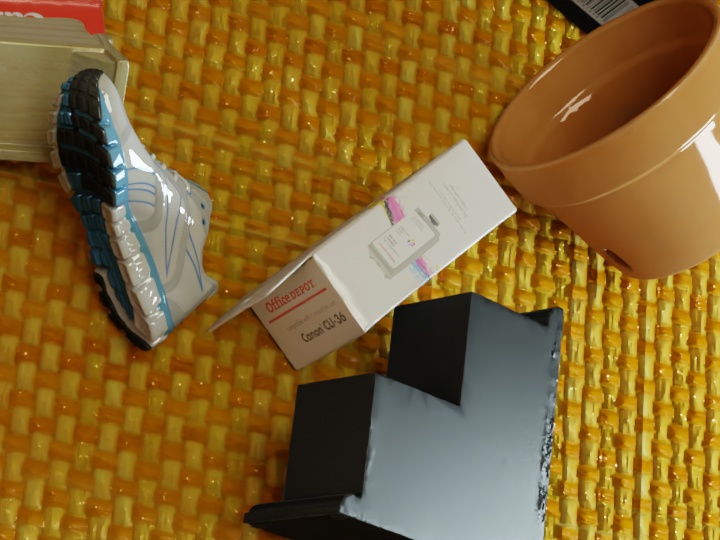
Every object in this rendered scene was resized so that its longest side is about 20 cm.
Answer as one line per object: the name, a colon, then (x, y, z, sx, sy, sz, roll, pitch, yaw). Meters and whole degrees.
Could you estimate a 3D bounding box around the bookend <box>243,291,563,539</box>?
bookend: (0.034, 0.097, 1.553, 0.200, 0.092, 0.200, 23, 65, -41)

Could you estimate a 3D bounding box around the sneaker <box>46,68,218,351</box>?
sneaker: (-0.145, -0.051, 1.527, 0.086, 0.075, 0.201, -32, 126, -28)

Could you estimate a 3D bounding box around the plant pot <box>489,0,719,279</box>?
plant pot: (0.215, -0.088, 1.702, 0.140, 0.200, 0.200, 53, 57, -21)

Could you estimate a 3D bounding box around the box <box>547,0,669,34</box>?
box: (0.228, -0.286, 1.816, 0.148, 0.104, 0.200, 37, 61, -11)

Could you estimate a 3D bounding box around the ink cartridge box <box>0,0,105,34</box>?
ink cartridge box: (-0.249, -0.229, 1.586, 0.161, 0.050, 0.201, 0, 70, -27)

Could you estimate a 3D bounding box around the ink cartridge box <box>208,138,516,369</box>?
ink cartridge box: (0.000, 0.000, 1.595, 0.200, 0.116, 0.068, -37, 92, -30)

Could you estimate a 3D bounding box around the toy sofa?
toy sofa: (-0.262, -0.122, 1.527, 0.199, 0.098, 0.083, 2, 110, -27)
